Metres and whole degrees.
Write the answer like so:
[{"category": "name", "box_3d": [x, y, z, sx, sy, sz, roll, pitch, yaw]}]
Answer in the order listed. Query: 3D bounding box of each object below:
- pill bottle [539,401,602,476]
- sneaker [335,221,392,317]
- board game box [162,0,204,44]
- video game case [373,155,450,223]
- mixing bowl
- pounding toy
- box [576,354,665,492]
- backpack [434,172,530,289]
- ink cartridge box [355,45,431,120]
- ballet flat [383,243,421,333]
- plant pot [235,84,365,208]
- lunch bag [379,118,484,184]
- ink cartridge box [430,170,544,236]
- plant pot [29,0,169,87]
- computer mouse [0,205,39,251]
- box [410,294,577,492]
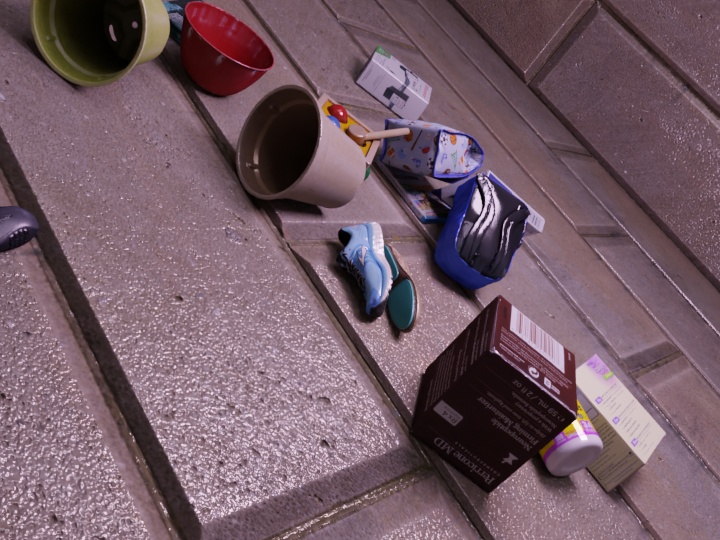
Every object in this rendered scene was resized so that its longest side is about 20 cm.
[{"category": "pill bottle", "box_3d": [0.333, 0.246, 1.329, 0.103, 0.105, 0.202, 15, 38, -38]}, {"category": "sneaker", "box_3d": [0.000, 0.000, 1.320, 0.088, 0.079, 0.203, 2, 45, -15]}, {"category": "board game box", "box_3d": [-0.355, -0.529, 1.633, 0.135, 0.028, 0.200, 41, 30, 1]}, {"category": "video game case", "box_3d": [0.129, -0.189, 1.764, 0.142, 0.018, 0.201, -4, 52, -53]}, {"category": "mixing bowl", "box_3d": [-0.280, -0.420, 1.494, 0.198, 0.109, 0.202, 30, 30, -20]}, {"category": "pounding toy", "box_3d": [-0.025, -0.262, 1.549, 0.198, 0.143, 0.185, 35, 30, -9]}, {"category": "box", "box_3d": [0.456, 0.283, 1.436, 0.201, 0.097, 0.175, 51, 31, 16]}, {"category": "backpack", "box_3d": [0.245, -0.062, 1.587, 0.160, 0.168, 0.203, 28, 63, -13]}, {"category": "ink cartridge box", "box_3d": [0.096, -0.510, 2.092, 0.198, 0.083, 0.148, 35, 30, -12]}, {"category": "ballet flat", "box_3d": [0.077, 0.034, 1.353, 0.065, 0.070, 0.203, 29, 32, -40]}, {"category": "plant pot", "box_3d": [-0.092, -0.200, 1.365, 0.182, 0.200, 0.202, 21, 32, -52]}, {"category": "lunch bag", "box_3d": [0.168, -0.272, 1.730, 0.168, 0.127, 0.198, 22, 19, 36]}, {"category": "ink cartridge box", "box_3d": [0.279, -0.133, 1.710, 0.198, 0.198, 0.041, 35, 64, -26]}, {"category": "plant pot", "box_3d": [-0.414, -0.417, 1.272, 0.199, 0.201, 0.184, 38, 18, -3]}, {"category": "computer mouse", "box_3d": [-0.447, -0.040, 0.856, 0.059, 0.034, 0.199, 45, 30, 6]}, {"category": "box", "box_3d": [0.206, 0.186, 1.159, 0.165, 0.201, 0.165, 36, 29, -6]}]
